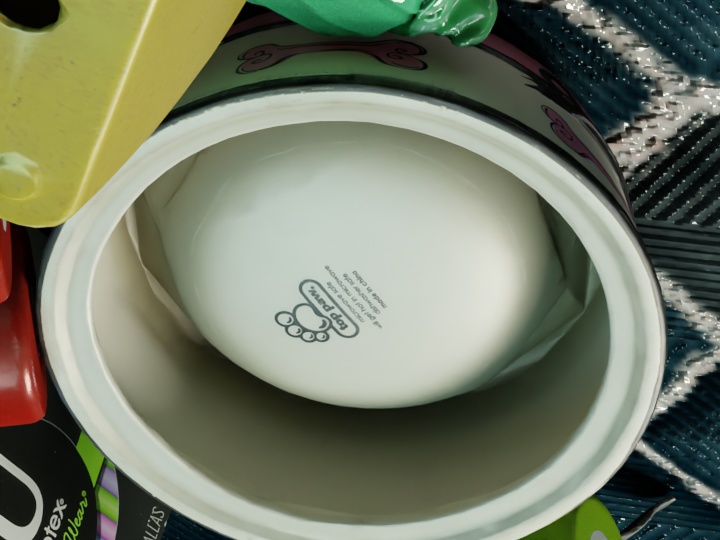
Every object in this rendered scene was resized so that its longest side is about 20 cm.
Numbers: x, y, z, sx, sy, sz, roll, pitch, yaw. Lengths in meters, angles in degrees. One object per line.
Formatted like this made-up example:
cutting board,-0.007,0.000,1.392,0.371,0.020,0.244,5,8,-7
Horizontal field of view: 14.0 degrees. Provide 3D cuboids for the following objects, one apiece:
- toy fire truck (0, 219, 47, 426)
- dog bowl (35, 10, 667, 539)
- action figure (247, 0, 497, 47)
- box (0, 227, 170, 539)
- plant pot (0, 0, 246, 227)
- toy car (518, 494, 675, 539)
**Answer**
toy fire truck,-0.166,-0.041,0.939,0.112,0.168,0.200,-6,152,-2
dog bowl,0.000,0.000,0.949,0.200,0.074,0.200,3,130,4
action figure,-0.040,-0.117,0.840,0.200,0.055,0.118,31,148,-27
box,-0.178,0.057,1.137,0.124,0.149,0.200,-6,145,38
plant pot,-0.094,-0.131,0.660,0.200,0.177,0.200,20,137,-7
toy car,0.042,0.092,1.139,0.164,0.158,0.200,-14,166,26
